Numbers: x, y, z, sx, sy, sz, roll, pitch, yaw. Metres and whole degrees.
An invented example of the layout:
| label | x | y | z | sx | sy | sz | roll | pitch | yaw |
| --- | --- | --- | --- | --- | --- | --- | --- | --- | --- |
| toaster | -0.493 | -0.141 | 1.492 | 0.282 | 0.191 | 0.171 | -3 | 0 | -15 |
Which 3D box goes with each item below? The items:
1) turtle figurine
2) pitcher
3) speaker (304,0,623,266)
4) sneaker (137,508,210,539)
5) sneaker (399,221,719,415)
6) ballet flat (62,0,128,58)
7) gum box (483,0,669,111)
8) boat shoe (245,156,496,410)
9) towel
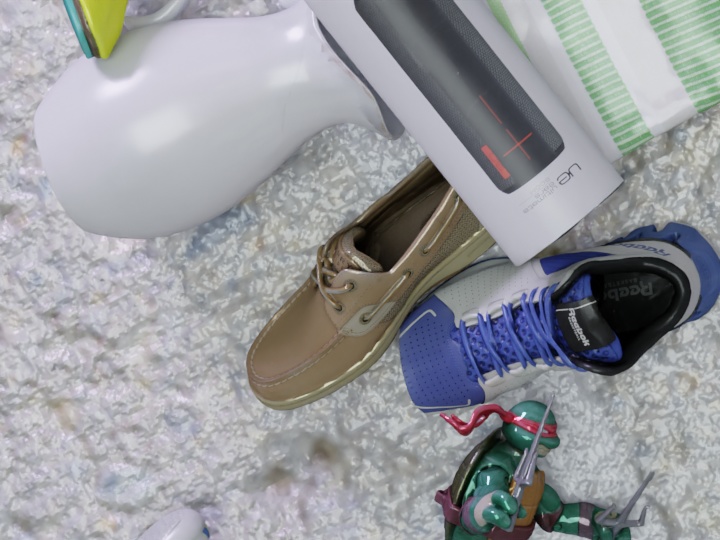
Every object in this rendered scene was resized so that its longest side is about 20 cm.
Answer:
| label | x | y | z | sx | sy | sz | roll | pitch | yaw |
| --- | --- | --- | --- | --- | --- | --- | --- | --- | --- |
| turtle figurine | 0.093 | 0.153 | 1.753 | 0.101 | 0.149 | 0.200 | 34 | 110 | 41 |
| pitcher | -0.094 | -0.119 | 1.753 | 0.200 | 0.121 | 0.172 | -22 | 71 | 12 |
| speaker | 0.059 | -0.101 | 1.674 | 0.081 | 0.081 | 0.200 | -38 | 92 | 13 |
| sneaker | -0.126 | 0.244 | 1.831 | 0.105 | 0.076 | 0.200 | 32 | 110 | -7 |
| sneaker | 0.111 | 0.026 | 1.726 | 0.199 | 0.115 | 0.081 | -19 | 92 | 13 |
| ballet flat | -0.165 | -0.214 | 1.742 | 0.067 | 0.067 | 0.200 | -23 | 58 | -5 |
| gum box | 0.112 | -0.215 | 1.729 | 0.169 | 0.045 | 0.201 | 19 | 100 | 7 |
| boat shoe | 0.000 | 0.000 | 1.758 | 0.200 | 0.065 | 0.071 | -44 | 49 | 7 |
| towel | 0.138 | -0.145 | 1.700 | 0.200 | 0.023 | 0.153 | -28 | 93 | 14 |
